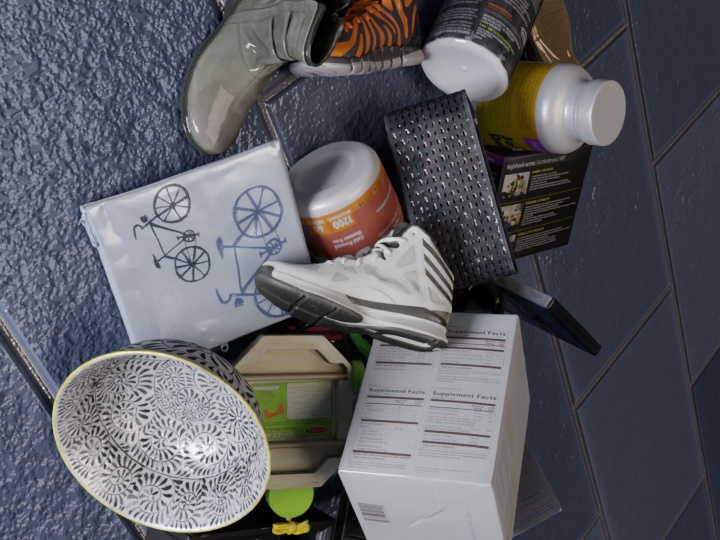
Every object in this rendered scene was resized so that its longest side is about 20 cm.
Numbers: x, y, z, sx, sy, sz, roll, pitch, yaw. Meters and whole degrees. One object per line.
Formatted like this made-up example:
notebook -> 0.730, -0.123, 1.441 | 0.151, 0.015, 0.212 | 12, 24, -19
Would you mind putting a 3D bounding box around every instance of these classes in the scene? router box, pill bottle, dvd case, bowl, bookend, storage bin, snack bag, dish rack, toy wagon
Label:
router box -> 0.216, -0.094, 1.270 | 0.200, 0.051, 0.150 | -14, 122, -44
pill bottle -> 0.205, -0.193, 1.141 | 0.104, 0.200, 0.105 | -15, 111, -43
dvd case -> 0.188, 0.034, 1.189 | 0.143, 0.200, 0.018 | 38, 83, -45
bowl -> -0.167, 0.133, 0.889 | 0.094, 0.200, 0.201 | -69, 150, -59
bookend -> -0.143, 0.343, 1.007 | 0.200, 0.092, 0.199 | 10, 94, -46
storage bin -> 0.101, -0.081, 1.061 | 0.135, 0.094, 0.200 | 5, 70, -79
snack bag -> -0.145, -0.009, 0.921 | 0.200, 0.021, 0.189 | -22, 119, -16
pill bottle -> 0.150, -0.301, 1.114 | 0.106, 0.106, 0.200 | 48, 57, -42
dish rack -> -0.008, 0.367, 1.135 | 0.153, 0.054, 0.200 | -75, 171, -68
pill bottle -> 0.002, -0.030, 1.040 | 0.112, 0.112, 0.200 | -49, 131, -25
toy wagon -> -0.074, 0.165, 0.986 | 0.155, 0.040, 0.201 | 1, 91, -18

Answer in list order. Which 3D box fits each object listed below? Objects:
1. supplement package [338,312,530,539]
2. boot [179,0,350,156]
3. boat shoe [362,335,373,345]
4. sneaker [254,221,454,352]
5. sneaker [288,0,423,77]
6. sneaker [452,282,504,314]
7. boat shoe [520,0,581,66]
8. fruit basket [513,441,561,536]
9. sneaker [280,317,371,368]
supplement package -> 0.084, 0.165, 0.997 | 0.152, 0.150, 0.200 | 73, 25, -45
boot -> -0.085, -0.197, 0.889 | 0.068, 0.130, 0.200 | 26, 82, -46
boat shoe -> 0.056, 0.125, 1.170 | 0.200, 0.076, 0.072 | 42, 73, -42
sneaker -> 0.000, 0.000, 0.956 | 0.200, 0.076, 0.116 | 18, 70, -15
sneaker -> -0.008, -0.261, 1.004 | 0.200, 0.077, 0.112 | -25, 115, -52
sneaker -> 0.133, 0.047, 1.164 | 0.098, 0.071, 0.200 | -63, 179, 19
boat shoe -> 0.237, -0.283, 1.252 | 0.072, 0.065, 0.200 | -30, 103, -27
fruit basket -> 0.113, 0.243, 1.122 | 0.185, 0.200, 0.094 | -30, 138, 5
sneaker -> -0.052, 0.062, 1.036 | 0.084, 0.077, 0.200 | -43, 121, -19
